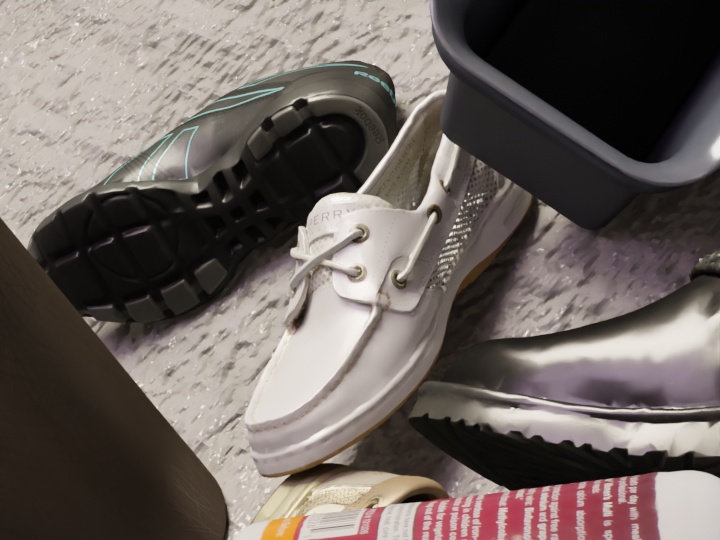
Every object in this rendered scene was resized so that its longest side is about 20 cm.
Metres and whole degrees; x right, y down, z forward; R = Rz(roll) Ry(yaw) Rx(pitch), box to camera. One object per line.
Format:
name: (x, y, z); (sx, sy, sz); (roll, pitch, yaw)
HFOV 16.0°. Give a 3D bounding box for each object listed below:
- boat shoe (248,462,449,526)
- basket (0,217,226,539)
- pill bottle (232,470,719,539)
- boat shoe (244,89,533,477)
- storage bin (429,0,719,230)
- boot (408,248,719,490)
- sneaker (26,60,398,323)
boat shoe: (-0.034, 0.152, 0.921); (0.064, 0.071, 0.200); (-4, 49, 48)
basket: (-0.158, 0.069, 1.036); (0.180, 0.200, 0.136); (-24, 38, 31)
pill bottle: (0.064, 0.118, 0.759); (0.200, 0.110, 0.110); (-8, 41, 10)
boat shoe: (0.000, 0.000, 1.024); (0.071, 0.069, 0.200); (-13, 30, 38)
storage bin: (0.120, -0.109, 0.997); (0.200, 0.145, 0.134); (-55, -4, -16)
boot: (0.128, 0.010, 0.890); (0.211, 0.079, 0.158); (3, 61, 37)
sneaker: (-0.065, -0.038, 1.196); (0.200, 0.075, 0.079); (-24, 23, 20)
